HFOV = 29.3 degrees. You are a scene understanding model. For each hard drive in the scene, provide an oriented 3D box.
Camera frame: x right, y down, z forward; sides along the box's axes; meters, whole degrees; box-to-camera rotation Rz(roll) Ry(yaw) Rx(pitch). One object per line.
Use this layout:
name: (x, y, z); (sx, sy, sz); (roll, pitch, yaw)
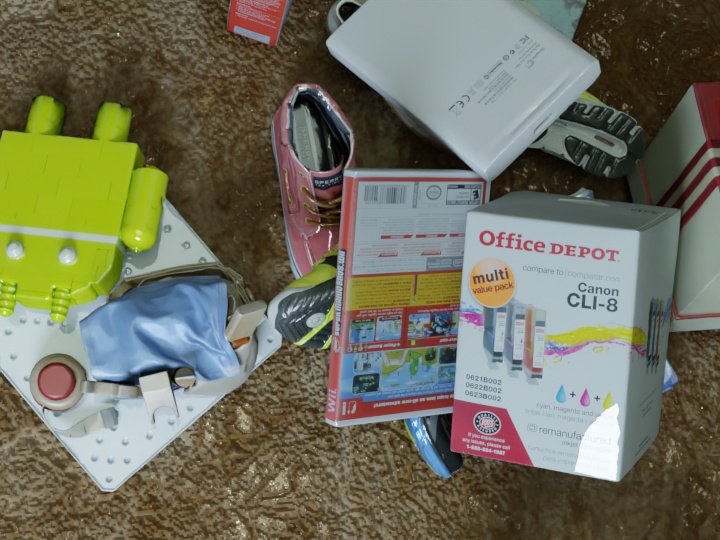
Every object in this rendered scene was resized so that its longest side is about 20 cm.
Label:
hard drive: (0.083, -0.178, 1.152); (0.132, 0.026, 0.200); (-44, 60, -7)

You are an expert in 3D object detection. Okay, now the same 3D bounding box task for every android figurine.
android figurine: (-0.255, -0.052, 1.160); (0.181, 0.041, 0.201); (8, 68, 7)

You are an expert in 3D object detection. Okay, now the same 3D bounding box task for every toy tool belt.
toy tool belt: (-0.174, 0.062, 1.109); (0.199, 0.123, 0.126); (-17, 84, -10)

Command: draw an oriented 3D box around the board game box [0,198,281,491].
board game box: (-0.203, 0.050, 1.183); (0.200, 0.026, 0.200); (-41, 88, -12)

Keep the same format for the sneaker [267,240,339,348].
sneaker: (0.000, 0.000, 1.140); (0.199, 0.076, 0.076); (-24, 56, -34)

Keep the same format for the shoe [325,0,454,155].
shoe: (0.049, -0.173, 1.235); (0.200, 0.053, 0.070); (39, 79, -1)

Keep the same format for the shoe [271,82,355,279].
shoe: (-0.033, -0.059, 1.188); (0.071, 0.091, 0.201); (-13, 84, -9)

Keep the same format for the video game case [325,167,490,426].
video game case: (0.039, 0.019, 1.102); (0.142, 0.017, 0.201); (-2, 101, -38)

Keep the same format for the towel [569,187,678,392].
towel: (0.184, 0.042, 1.238); (0.146, 0.024, 0.201); (-24, 86, -9)

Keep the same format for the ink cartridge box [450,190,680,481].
ink cartridge box: (0.167, 0.045, 1.119); (0.145, 0.144, 0.201); (7, 101, 24)

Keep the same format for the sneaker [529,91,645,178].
sneaker: (0.152, -0.145, 1.225); (0.199, 0.090, 0.078); (29, 101, -15)

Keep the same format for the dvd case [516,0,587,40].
dvd case: (0.147, -0.289, 1.256); (0.145, 0.022, 0.201); (24, 67, 0)

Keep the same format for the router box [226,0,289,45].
router box: (-0.056, -0.315, 1.178); (0.049, 0.180, 0.201); (19, 79, -5)

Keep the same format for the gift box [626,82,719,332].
gift box: (0.334, -0.036, 1.183); (0.183, 0.187, 0.201); (1, 67, -9)

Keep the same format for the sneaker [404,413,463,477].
sneaker: (0.070, 0.077, 1.192); (0.082, 0.071, 0.201); (-4, 79, -2)
